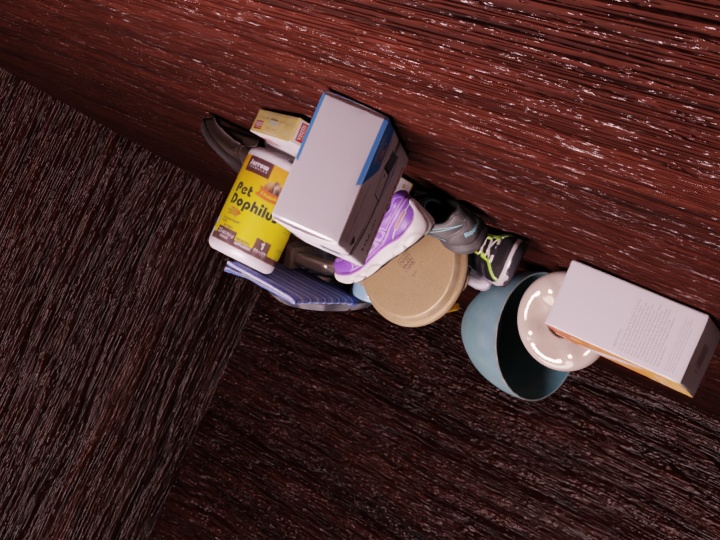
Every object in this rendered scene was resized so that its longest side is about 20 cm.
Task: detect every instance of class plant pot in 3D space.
[{"bbox_3d":[0.240,0.097,1.868,0.199,0.203,0.134,27,168,-38],"label":"plant pot"}]

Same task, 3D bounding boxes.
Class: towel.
[{"bbox_3d":[-0.104,0.024,1.797,0.143,0.024,0.199,26,-169,27],"label":"towel"}]

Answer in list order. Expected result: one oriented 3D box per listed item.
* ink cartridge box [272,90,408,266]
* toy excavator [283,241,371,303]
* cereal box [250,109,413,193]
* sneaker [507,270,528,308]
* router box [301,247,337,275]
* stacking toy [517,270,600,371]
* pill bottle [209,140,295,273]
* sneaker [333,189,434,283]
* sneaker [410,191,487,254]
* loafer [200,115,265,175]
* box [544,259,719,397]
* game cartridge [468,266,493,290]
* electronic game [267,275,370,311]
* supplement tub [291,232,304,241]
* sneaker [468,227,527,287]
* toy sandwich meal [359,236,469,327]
[{"bbox_3d":[-0.018,-0.097,1.301,0.085,0.149,0.200,22,178,11],"label":"ink cartridge box"},{"bbox_3d":[0.000,0.000,1.844,0.197,0.102,0.194,4,-163,-33],"label":"toy excavator"},{"bbox_3d":[-0.041,-0.154,1.585,0.198,0.040,0.143,27,179,-29],"label":"cereal box"},{"bbox_3d":[0.325,0.048,1.964,0.198,0.075,0.086,25,163,-30],"label":"sneaker"},{"bbox_3d":[0.001,-0.014,1.985,0.196,0.052,0.149,5,-179,-7],"label":"router box"},{"bbox_3d":[0.336,0.066,1.779,0.144,0.148,0.199,24,-163,23],"label":"stacking toy"},{"bbox_3d":[-0.138,-0.106,1.719,0.108,0.203,0.109,25,178,1],"label":"pill bottle"},{"bbox_3d":[0.024,-0.050,1.581,0.084,0.080,0.199,54,136,1],"label":"sneaker"},{"bbox_3d":[0.084,-0.085,1.605,0.198,0.076,0.079,16,159,37],"label":"sneaker"},{"bbox_3d":[-0.189,-0.194,1.932,0.200,0.071,0.073,46,180,20],"label":"loafer"},{"bbox_3d":[0.368,0.078,1.564,0.198,0.099,0.124,25,178,29],"label":"box"},{"bbox_3d":[0.134,-0.036,1.832,0.198,0.042,0.133,30,-166,12],"label":"game cartridge"},{"bbox_3d":[-0.060,0.031,1.966,0.196,0.042,0.200,4,-168,-1],"label":"electronic game"},{"bbox_3d":[-0.073,-0.109,1.927,0.121,0.124,0.200,25,177,-2],"label":"supplement tub"},{"bbox_3d":[0.174,-0.028,1.670,0.082,0.073,0.200,27,177,-12],"label":"sneaker"},{"bbox_3d":[0.081,-0.010,1.711,0.203,0.209,0.070,24,-170,33],"label":"toy sandwich meal"}]
